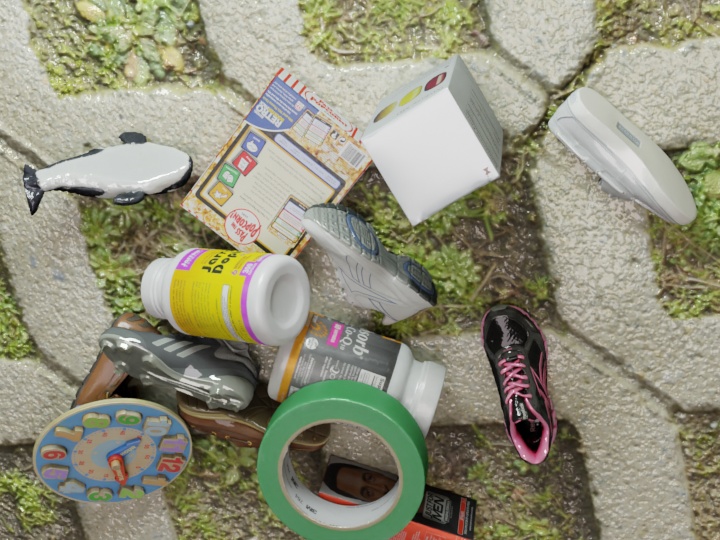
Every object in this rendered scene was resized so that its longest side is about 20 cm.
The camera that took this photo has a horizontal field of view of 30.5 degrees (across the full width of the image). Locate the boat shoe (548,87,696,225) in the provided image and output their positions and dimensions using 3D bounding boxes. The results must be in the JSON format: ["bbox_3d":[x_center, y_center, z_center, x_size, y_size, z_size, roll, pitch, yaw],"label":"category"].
[{"bbox_3d":[0.295,-0.117,1.497,0.199,0.072,0.068,39,130,-13],"label":"boat shoe"}]

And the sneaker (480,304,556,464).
[{"bbox_3d":[0.192,0.140,1.578,0.078,0.095,0.202,-14,105,13],"label":"sneaker"}]

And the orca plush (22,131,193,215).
[{"bbox_3d":[-0.296,-0.097,1.573,0.198,0.106,0.071,-19,147,-11],"label":"orca plush"}]

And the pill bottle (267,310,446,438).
[{"bbox_3d":[-0.004,0.129,1.588,0.198,0.117,0.118,18,110,0],"label":"pill bottle"}]

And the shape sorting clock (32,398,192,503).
[{"bbox_3d":[-0.309,0.231,1.653,0.197,0.039,0.201,-12,137,-11],"label":"shape sorting clock"}]

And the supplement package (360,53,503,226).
[{"bbox_3d":[0.083,-0.146,1.440,0.113,0.200,0.110,-29,103,15],"label":"supplement package"}]

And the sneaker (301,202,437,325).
[{"bbox_3d":[0.000,0.000,1.551,0.087,0.075,0.200,-37,117,26],"label":"sneaker"}]

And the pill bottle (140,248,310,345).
[{"bbox_3d":[-0.163,0.028,1.553,0.198,0.104,0.106,4,111,35],"label":"pill bottle"}]

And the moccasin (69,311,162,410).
[{"bbox_3d":[-0.308,0.152,1.662,0.077,0.074,0.203,30,100,5],"label":"moccasin"}]

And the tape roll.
[{"bbox_3d":[-0.021,0.228,1.544,0.198,0.048,0.203,3,114,7],"label":"tape roll"}]

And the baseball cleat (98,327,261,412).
[{"bbox_3d":[-0.218,0.101,1.613,0.198,0.107,0.070,27,140,-12],"label":"baseball cleat"}]

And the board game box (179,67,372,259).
[{"bbox_3d":[-0.095,-0.111,1.556,0.151,0.046,0.200,38,109,-6],"label":"board game box"}]

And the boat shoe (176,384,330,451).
[{"bbox_3d":[-0.134,0.186,1.654,0.198,0.072,0.068,14,138,5],"label":"boat shoe"}]

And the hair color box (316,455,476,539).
[{"bbox_3d":[0.042,0.306,1.648,0.198,0.102,0.062,16,111,1],"label":"hair color box"}]
